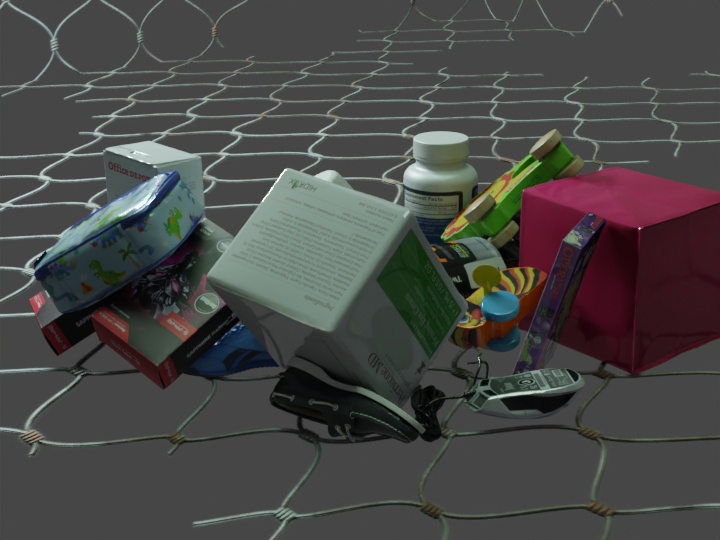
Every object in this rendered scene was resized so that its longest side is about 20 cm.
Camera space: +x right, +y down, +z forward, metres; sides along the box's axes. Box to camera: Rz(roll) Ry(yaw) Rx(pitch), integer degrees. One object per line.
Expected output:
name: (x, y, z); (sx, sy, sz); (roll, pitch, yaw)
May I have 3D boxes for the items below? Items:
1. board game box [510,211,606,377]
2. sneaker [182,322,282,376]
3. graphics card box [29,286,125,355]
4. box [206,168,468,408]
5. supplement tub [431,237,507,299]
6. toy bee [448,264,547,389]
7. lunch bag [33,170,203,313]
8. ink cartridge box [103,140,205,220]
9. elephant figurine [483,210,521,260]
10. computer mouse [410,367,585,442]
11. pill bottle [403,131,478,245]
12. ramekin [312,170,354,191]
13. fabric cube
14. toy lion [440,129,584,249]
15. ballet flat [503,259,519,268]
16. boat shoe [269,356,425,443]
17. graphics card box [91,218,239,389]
board game box: (0.233, 0.038, 1.553); (0.032, 0.200, 0.120); (27, 28, 19)
sneaker: (-0.138, 0.083, 1.631); (0.200, 0.079, 0.066); (-6, 22, -10)
graphics card box: (-0.337, 0.021, 1.735); (0.200, 0.051, 0.125); (-32, 25, -8)
box: (-0.023, 0.025, 1.495); (0.200, 0.199, 0.171); (22, 68, 37)
supplement tub: (0.083, 0.031, 1.696); (0.200, 0.123, 0.122); (-12, 22, -28)
toy bee: (0.144, 0.052, 1.611); (0.109, 0.131, 0.200); (18, 24, 27)
lunch bag: (-0.298, -0.037, 1.620); (0.200, 0.083, 0.161); (-28, 16, 23)
ink cartridge box: (-0.295, -0.076, 1.904); (0.083, 0.201, 0.146); (-17, 25, -38)
elephant figurine: (0.263, -0.045, 1.895); (0.155, 0.142, 0.200); (-22, 19, -15)
computer mouse: (0.156, 0.151, 1.475); (0.199, 0.044, 0.110); (-8, 15, -1)
pill bottle: (0.118, -0.100, 1.946); (0.111, 0.201, 0.111); (-1, 19, 0)
ramekin: (-0.078, -0.051, 1.831); (0.200, 0.098, 0.201); (-35, 13, 10)
fabric cube: (0.341, -0.008, 1.680); (0.200, 0.197, 0.199); (-15, 23, -36)
toy lion: (0.198, -0.102, 1.809); (0.200, 0.069, 0.192); (-44, 7, -3)
ballet flat: (0.151, 0.013, 1.842); (0.199, 0.071, 0.071); (5, 20, 21)
boat shoe: (-0.017, 0.157, 1.440); (0.200, 0.076, 0.060); (18, 69, 43)
graphics card box: (-0.213, 0.037, 1.603); (0.125, 0.051, 0.200); (33, 61, 30)
